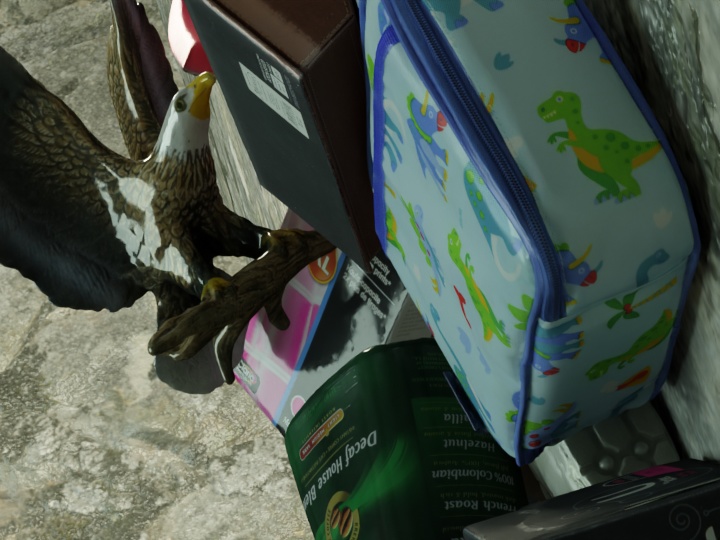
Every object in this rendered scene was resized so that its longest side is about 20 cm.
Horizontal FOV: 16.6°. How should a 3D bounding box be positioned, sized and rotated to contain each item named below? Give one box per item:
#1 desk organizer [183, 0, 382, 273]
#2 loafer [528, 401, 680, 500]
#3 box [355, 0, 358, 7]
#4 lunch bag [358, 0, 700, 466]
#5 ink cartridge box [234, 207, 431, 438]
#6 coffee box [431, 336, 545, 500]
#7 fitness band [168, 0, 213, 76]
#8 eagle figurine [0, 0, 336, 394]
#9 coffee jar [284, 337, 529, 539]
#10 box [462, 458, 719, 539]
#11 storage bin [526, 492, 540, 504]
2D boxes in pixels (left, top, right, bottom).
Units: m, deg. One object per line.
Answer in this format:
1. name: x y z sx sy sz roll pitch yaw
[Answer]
1. desk organizer: -0.010 -0.084 1.054 0.072 0.077 0.200 39 168 21
2. loafer: 0.081 0.037 1.086 0.070 0.070 0.201 99 154 -58
3. box: -0.011 -0.173 1.069 0.200 0.048 0.122 45 170 7
4. lunch bag: 0.059 -0.028 0.965 0.200 0.082 0.161 89 156 -65
5. ink cartridge box: 0.000 0.000 1.205 0.095 0.037 0.201 47 127 34
6. coffee box: 0.051 0.103 1.342 0.080 0.114 0.201 -114 10 -53
7. fitness band: -0.057 -0.174 1.308 0.200 0.037 0.144 -122 53 -70
8. eagle figurine: -0.109 -0.048 1.196 0.200 0.151 0.152 39 -175 22
9. coffee jar: 0.034 0.137 1.077 0.104 0.085 0.201 -46 48 40
10. box: 0.120 0.182 0.937 0.122 0.105 0.201 160 93 -85
11. storage bin: 0.081 0.220 1.247 0.145 0.134 0.201 33 -154 -44
